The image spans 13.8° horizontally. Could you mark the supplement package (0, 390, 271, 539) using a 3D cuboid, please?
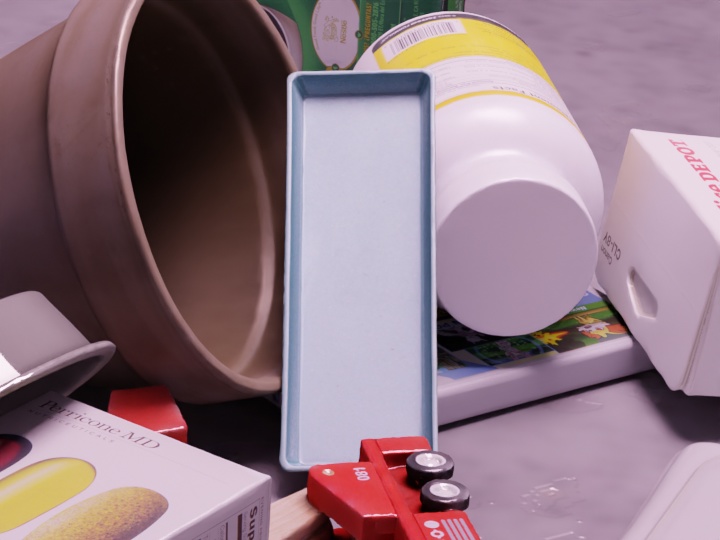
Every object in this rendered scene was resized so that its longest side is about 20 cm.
[{"bbox_3d":[-0.135,0.138,1.062,0.114,0.110,0.200,18,27,29],"label":"supplement package"}]

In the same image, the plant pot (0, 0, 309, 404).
[{"bbox_3d":[-0.130,-0.028,1.358,0.173,0.200,0.200,-11,16,26],"label":"plant pot"}]

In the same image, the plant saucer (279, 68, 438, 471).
[{"bbox_3d":[0.000,0.000,1.346,0.070,0.019,0.200,-1,65,3],"label":"plant saucer"}]

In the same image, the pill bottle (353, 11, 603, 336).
[{"bbox_3d":[0.056,-0.045,1.455,0.112,0.112,0.200,0,24,-9],"label":"pill bottle"}]

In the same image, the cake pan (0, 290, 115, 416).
[{"bbox_3d":[-0.189,0.067,1.148,0.200,0.037,0.200,-31,-3,-2],"label":"cake pan"}]

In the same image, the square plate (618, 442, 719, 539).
[{"bbox_3d":[0.198,0.129,1.236,0.198,0.029,0.200,12,25,20],"label":"square plate"}]

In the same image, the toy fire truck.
[{"bbox_3d":[-0.026,0.111,1.217,0.141,0.049,0.200,-3,25,-13],"label":"toy fire truck"}]

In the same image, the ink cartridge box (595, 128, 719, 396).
[{"bbox_3d":[0.233,0.001,1.440,0.200,0.084,0.145,4,24,-17],"label":"ink cartridge box"}]

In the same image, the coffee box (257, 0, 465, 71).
[{"bbox_3d":[-0.040,-0.143,1.651,0.200,0.123,0.044,13,26,22],"label":"coffee box"}]

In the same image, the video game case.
[{"bbox_3d":[0.020,0.024,1.457,0.200,0.022,0.182,-12,28,-34],"label":"video game case"}]
